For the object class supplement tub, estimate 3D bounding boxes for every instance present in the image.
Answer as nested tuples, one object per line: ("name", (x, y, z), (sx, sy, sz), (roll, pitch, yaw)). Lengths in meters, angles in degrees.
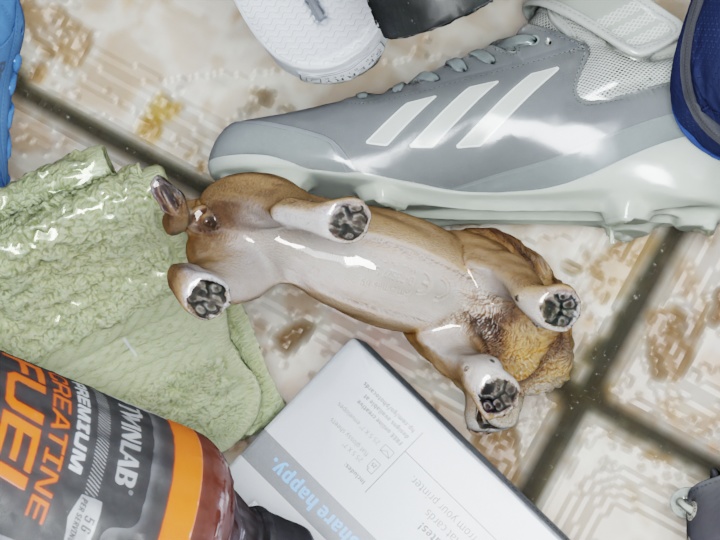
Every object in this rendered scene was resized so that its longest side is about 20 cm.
("supplement tub", (-0.117, 0.087, 1.026), (0.200, 0.107, 0.107), (23, 88, -20))

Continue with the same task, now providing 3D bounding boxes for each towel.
("towel", (-0.139, 0.041, 1.085), (0.200, 0.148, 0.036), (-22, 40, 8))

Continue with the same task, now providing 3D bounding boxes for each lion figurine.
("lion figurine", (0.000, 0.000, 1.039), (0.200, 0.122, 0.073), (28, 94, -22))

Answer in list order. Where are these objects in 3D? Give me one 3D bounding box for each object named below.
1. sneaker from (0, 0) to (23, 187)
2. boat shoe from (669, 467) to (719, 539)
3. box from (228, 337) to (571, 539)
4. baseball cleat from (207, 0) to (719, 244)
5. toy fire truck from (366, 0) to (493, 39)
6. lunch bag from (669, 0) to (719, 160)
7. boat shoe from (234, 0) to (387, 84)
("sneaker", (-0.149, -0.068, 1.098), (0.078, 0.066, 0.200), (-25, 117, -28))
("boat shoe", (0.147, 0.092, 1.079), (0.063, 0.073, 0.200), (29, 85, 21))
("box", (-0.015, 0.149, 1.104), (0.156, 0.041, 0.200), (45, 93, 9))
("baseball cleat", (0.045, -0.062, 1.108), (0.200, 0.070, 0.107), (4, 78, -1))
("toy fire truck", (0.070, -0.154, 1.019), (0.176, 0.200, 0.129), (-23, 105, 7))
("lunch bag", (0.218, -0.076, 1.037), (0.200, 0.132, 0.136), (21, 93, -9))
("boat shoe", (-0.048, -0.154, 1.070), (0.072, 0.071, 0.200), (-22, 84, 1))
